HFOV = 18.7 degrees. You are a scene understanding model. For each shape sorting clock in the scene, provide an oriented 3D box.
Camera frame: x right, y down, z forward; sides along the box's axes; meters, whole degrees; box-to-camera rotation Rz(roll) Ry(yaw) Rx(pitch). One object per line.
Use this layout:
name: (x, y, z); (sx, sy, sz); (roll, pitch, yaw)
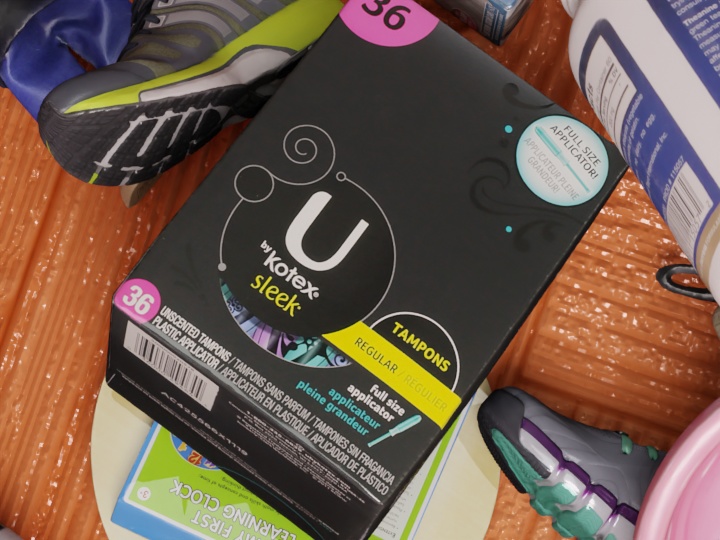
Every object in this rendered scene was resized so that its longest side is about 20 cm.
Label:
shape sorting clock: (-0.031, 0.088, 1.057); (0.198, 0.039, 0.202); (1, 77, -6)

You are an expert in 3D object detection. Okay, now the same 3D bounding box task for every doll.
doll: (-0.166, -0.122, 1.077); (0.200, 0.048, 0.136); (44, 87, 5)

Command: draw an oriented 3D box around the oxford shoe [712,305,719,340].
oxford shoe: (0.234, 0.086, 1.029); (0.071, 0.074, 0.201); (-38, 107, -36)

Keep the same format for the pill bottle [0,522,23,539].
pill bottle: (-0.221, 0.155, 1.020); (0.199, 0.120, 0.120); (33, 87, 4)

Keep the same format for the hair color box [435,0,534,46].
hair color box: (0.104, -0.211, 1.047); (0.060, 0.100, 0.201); (36, 88, 4)

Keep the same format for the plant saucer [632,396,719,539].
plant saucer: (0.216, 0.125, 0.964); (0.199, 0.051, 0.202); (0, 106, -1)

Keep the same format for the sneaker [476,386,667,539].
sneaker: (0.147, 0.109, 1.041); (0.200, 0.074, 0.088); (43, 78, -6)

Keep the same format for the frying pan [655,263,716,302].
frying pan: (0.247, 0.033, 1.055); (0.188, 0.031, 0.116); (-14, 83, 4)

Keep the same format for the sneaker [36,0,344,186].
sneaker: (-0.086, -0.102, 1.017); (0.081, 0.200, 0.074); (49, 129, 8)

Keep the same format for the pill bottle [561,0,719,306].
pill bottle: (0.158, -0.082, 0.940); (0.110, 0.111, 0.201); (-28, 57, 0)

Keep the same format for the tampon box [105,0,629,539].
tampon box: (0.000, 0.000, 0.996); (0.149, 0.126, 0.201); (35, 70, 4)
